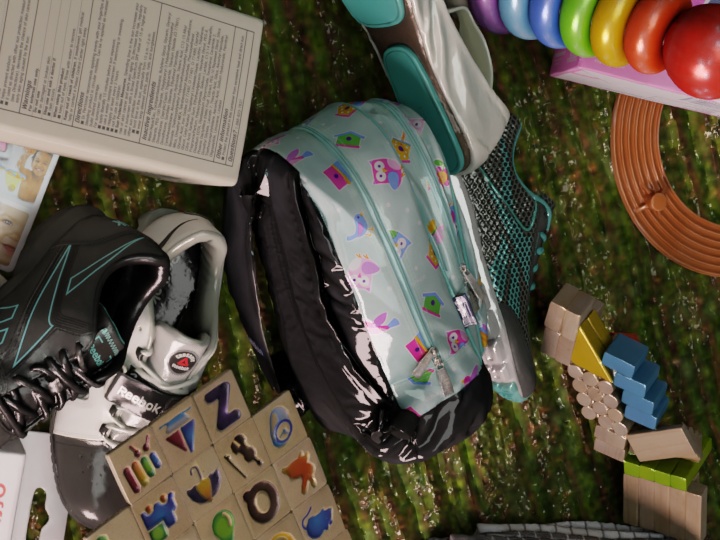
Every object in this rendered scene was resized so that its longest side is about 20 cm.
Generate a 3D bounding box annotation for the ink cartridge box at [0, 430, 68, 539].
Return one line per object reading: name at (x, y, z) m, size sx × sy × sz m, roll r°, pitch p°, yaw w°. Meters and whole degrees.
ink cartridge box at (-0.269, 0.148, 1.019) m, size 0.198 × 0.067 × 0.117 m, roll 8°, pitch 96°, yaw -19°

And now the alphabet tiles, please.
alphabet tiles at (-0.076, 0.171, 1.018) m, size 0.166 × 0.006 × 0.202 m, roll -35°, pitch 111°, yaw -37°

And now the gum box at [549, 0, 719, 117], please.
gum box at (0.234, -0.162, 1.105) m, size 0.198 × 0.066 × 0.115 m, roll 12°, pitch 90°, yaw -11°

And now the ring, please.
ring at (0.265, -0.094, 1.169) m, size 0.198 × 0.019 × 0.203 m, roll -3°, pitch 99°, yaw -16°

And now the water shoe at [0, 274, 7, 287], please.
water shoe at (-0.256, 0.017, 0.971) m, size 0.071 × 0.079 × 0.201 m, roll -18°, pitch 128°, yaw 21°

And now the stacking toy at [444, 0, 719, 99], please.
stacking toy at (0.147, -0.155, 1.011) m, size 0.085 × 0.199 × 0.086 m, roll -37°, pitch 142°, yaw -35°

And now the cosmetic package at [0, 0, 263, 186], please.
cosmetic package at (-0.158, -0.116, 0.966) m, size 0.199 × 0.073 × 0.105 m, roll 13°, pitch 85°, yaw -39°

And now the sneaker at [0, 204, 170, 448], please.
sneaker at (-0.183, 0.046, 0.953) m, size 0.201 × 0.079 × 0.076 m, roll -57°, pitch 147°, yaw -24°

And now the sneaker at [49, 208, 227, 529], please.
sneaker at (-0.130, 0.060, 1.019) m, size 0.073 × 0.088 × 0.202 m, roll 16°, pitch 85°, yaw -27°

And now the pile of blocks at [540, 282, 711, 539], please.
pile of blocks at (0.192, 0.086, 1.145) m, size 0.062 × 0.082 × 0.201 m, roll -46°, pitch 116°, yaw -42°

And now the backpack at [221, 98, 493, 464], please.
backpack at (0.000, 0.000, 1.033) m, size 0.126 × 0.166 × 0.202 m, roll -28°, pitch 110°, yaw -28°

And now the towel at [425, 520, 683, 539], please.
towel at (0.136, 0.258, 1.153) m, size 0.198 × 0.086 × 0.168 m, roll 2°, pitch 97°, yaw -17°

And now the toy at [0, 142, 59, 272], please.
toy at (-0.219, -0.109, 1.002) m, size 0.114 × 0.047 × 0.202 m, roll 22°, pitch 92°, yaw -21°

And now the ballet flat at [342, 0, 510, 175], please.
ballet flat at (0.033, -0.153, 1.013) m, size 0.069 × 0.069 × 0.201 m, roll -31°, pitch 112°, yaw -10°

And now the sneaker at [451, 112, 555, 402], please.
sneaker at (0.091, -0.014, 1.102) m, size 0.090 × 0.077 × 0.202 m, roll -22°, pitch 106°, yaw -16°
